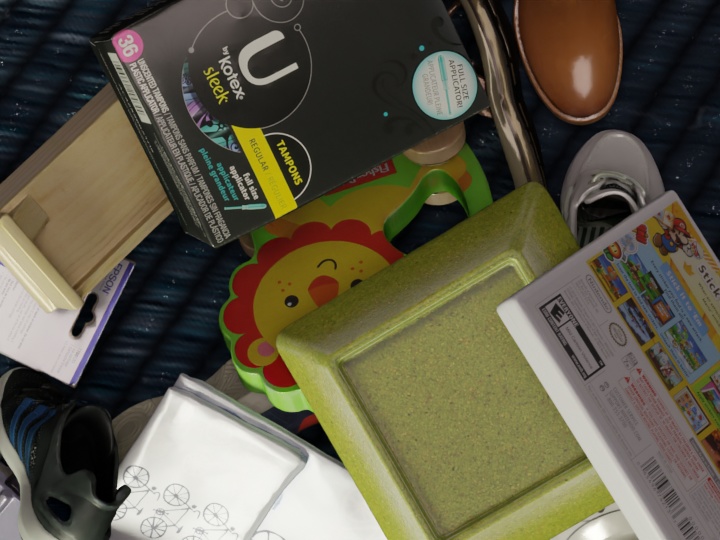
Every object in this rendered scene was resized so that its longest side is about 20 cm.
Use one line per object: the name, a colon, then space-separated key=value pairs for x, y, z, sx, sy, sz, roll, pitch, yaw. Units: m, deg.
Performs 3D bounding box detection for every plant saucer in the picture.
plant saucer: x=0.074 y=0.079 z=1.481 sx=0.199 sy=0.048 sz=0.200 roll=-31 pitch=88 yaw=9

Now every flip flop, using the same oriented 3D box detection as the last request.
flip flop: x=0.080 y=-0.127 z=1.632 sx=0.057 sy=0.081 sz=0.201 roll=-16 pitch=94 yaw=13

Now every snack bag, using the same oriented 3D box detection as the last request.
snack bag: x=-0.079 y=0.182 z=1.593 sx=0.199 sy=0.021 sz=0.189 roll=29 pitch=119 yaw=-10

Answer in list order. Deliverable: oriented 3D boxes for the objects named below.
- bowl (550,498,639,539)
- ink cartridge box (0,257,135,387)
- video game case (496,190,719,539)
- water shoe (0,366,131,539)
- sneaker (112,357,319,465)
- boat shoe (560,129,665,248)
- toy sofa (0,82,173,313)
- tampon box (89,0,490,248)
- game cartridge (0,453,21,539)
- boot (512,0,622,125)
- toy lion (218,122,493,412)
bowl: x=0.190 y=0.172 z=1.552 sx=0.200 sy=0.094 sz=0.201 roll=3 pitch=133 yaw=3
ink cartridge box: x=-0.261 y=-0.006 z=1.645 sx=0.199 sy=0.039 sz=0.100 roll=28 pitch=88 yaw=3
video game case: x=0.191 y=0.069 z=1.469 sx=0.182 sy=0.023 sz=0.200 roll=-31 pitch=88 yaw=-43
water shoe: x=-0.189 y=0.115 z=1.573 sx=0.071 sy=0.200 sz=0.079 roll=26 pitch=112 yaw=-32
sneaker: x=-0.100 y=0.122 z=1.629 sx=0.199 sy=0.075 sz=0.085 roll=-28 pitch=124 yaw=14
boat shoe: x=0.169 y=-0.031 z=1.574 sx=0.073 sy=0.067 sz=0.201 roll=8 pitch=48 yaw=1
toy sofa: x=-0.162 y=-0.067 z=1.609 sx=0.200 sy=0.098 sz=0.083 roll=-45 pitch=107 yaw=-16
tampon box: x=-0.047 y=-0.127 z=1.517 sx=0.199 sy=0.126 sz=0.150 roll=-29 pitch=101 yaw=-9
game cartridge: x=-0.216 y=0.226 z=1.612 sx=0.200 sy=0.038 sz=0.130 roll=42 pitch=118 yaw=2
boot: x=0.138 y=-0.201 z=1.587 sx=0.073 sy=0.155 sz=0.201 roll=-8 pitch=89 yaw=0
toy lion: x=0.000 y=0.000 z=1.582 sx=0.199 sy=0.069 sz=0.192 roll=-19 pitch=56 yaw=-2
